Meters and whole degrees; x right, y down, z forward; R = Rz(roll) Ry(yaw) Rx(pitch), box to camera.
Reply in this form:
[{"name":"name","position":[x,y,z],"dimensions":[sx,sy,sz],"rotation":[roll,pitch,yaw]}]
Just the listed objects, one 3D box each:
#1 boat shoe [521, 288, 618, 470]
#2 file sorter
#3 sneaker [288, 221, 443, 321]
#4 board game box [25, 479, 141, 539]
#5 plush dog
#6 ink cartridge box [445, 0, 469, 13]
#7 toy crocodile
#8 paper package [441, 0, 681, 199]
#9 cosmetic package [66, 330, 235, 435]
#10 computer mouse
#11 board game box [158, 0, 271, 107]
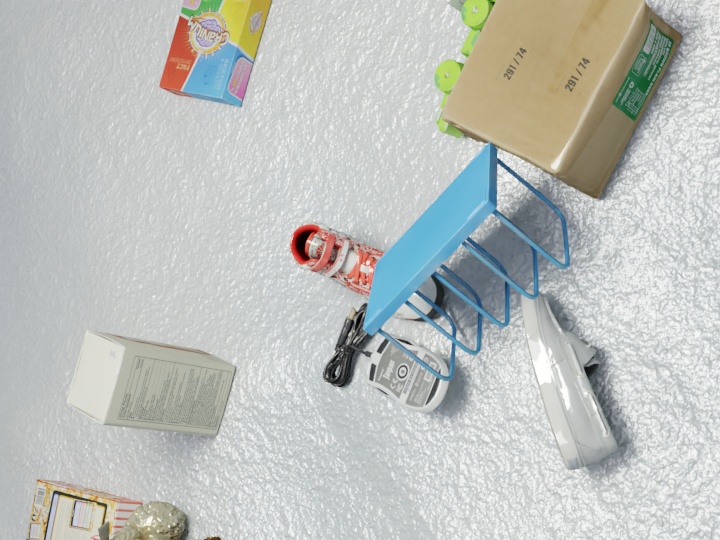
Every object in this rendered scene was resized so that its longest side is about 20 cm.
[{"name":"boat shoe","position":[0.216,0.104,1.193],"dimensions":[0.067,0.072,0.203],"rotation":[-16,54,6]},{"name":"file sorter","position":[0.114,-0.002,1.224],"dimensions":[0.200,0.122,0.139],"rotation":[-46,15,27]},{"name":"sneaker","position":[-0.001,0.001,1.367],"dimensions":[0.200,0.107,0.068],"rotation":[29,97,40]},{"name":"board game box","position":[-0.406,0.392,1.645],"dimensions":[0.198,0.046,0.155],"rotation":[3,81,40]},{"name":"plush dog","position":[-0.257,0.413,1.468],"dimensions":[0.169,0.160,0.204],"rotation":[14,87,17]},{"name":"ink cartridge box","position":[0.150,-0.422,1.366],"dimensions":[0.201,0.085,0.147],"rotation":[-51,52,19]},{"name":"toy crocodile","position":[0.142,-0.252,1.339],"dimensions":[0.061,0.067,0.203],"rotation":[26,96,40]},{"name":"paper package","position":[0.215,-0.210,1.245],"dimensions":[0.190,0.103,0.203],"rotation":[33,99,38]},{"name":"cosmetic package","position":[-0.270,0.148,1.493],"dimensions":[0.086,0.199,0.105],"rotation":[17,89,39]},{"name":"computer mouse","position":[0.040,0.116,1.350],"dimensions":[0.199,0.044,0.111],"rotation":[25,91,46]},{"name":"board game box","position":[-0.208,-0.350,1.674],"dimensions":[0.151,0.040,0.204],"rotation":[15,89,41]}]
